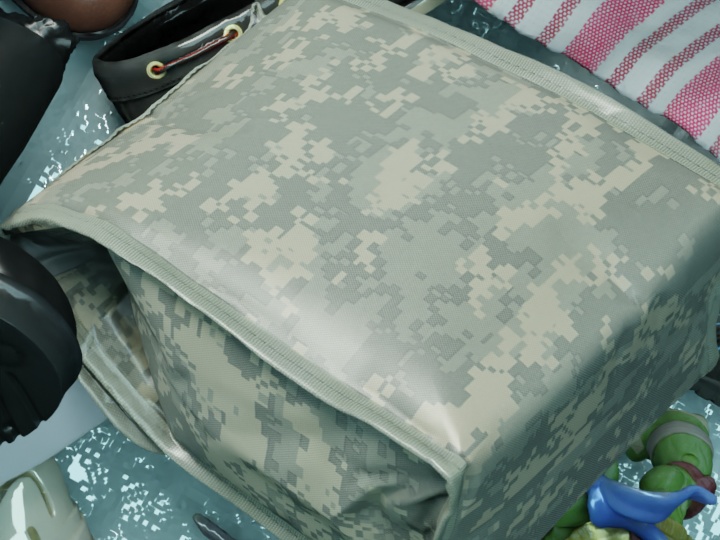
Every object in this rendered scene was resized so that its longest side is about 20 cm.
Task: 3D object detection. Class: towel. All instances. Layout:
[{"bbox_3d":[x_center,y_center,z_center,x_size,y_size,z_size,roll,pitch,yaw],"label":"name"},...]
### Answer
[{"bbox_3d":[0.136,-0.101,0.867,0.200,0.146,0.030,28,44,-33],"label":"towel"}]

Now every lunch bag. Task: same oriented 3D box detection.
[{"bbox_3d":[0.000,0.000,0.850,0.200,0.118,0.164,34,56,22],"label":"lunch bag"}]

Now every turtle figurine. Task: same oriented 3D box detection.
[{"bbox_3d":[0.082,0.123,0.964,0.144,0.200,0.194,-48,122,-39],"label":"turtle figurine"}]

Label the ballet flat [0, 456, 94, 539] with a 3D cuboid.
[{"bbox_3d":[-0.149,0.075,0.919,0.200,0.069,0.063,40,109,-6],"label":"ballet flat"}]

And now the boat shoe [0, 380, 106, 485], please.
[{"bbox_3d":[-0.120,0.018,0.901,0.200,0.068,0.072,-29,137,-40],"label":"boat shoe"}]

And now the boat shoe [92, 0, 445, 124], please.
[{"bbox_3d":[-0.011,-0.116,0.958,0.201,0.074,0.063,-39,113,-7],"label":"boat shoe"}]

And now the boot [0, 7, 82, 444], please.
[{"bbox_3d":[-0.136,-0.020,0.791,0.073,0.198,0.163,51,48,-28],"label":"boot"}]

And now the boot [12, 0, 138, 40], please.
[{"bbox_3d":[-0.111,-0.184,0.882,0.068,0.200,0.189,-10,88,-12],"label":"boot"}]

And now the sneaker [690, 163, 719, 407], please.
[{"bbox_3d":[0.137,0.002,0.971,0.200,0.082,0.073,15,58,-12],"label":"sneaker"}]
